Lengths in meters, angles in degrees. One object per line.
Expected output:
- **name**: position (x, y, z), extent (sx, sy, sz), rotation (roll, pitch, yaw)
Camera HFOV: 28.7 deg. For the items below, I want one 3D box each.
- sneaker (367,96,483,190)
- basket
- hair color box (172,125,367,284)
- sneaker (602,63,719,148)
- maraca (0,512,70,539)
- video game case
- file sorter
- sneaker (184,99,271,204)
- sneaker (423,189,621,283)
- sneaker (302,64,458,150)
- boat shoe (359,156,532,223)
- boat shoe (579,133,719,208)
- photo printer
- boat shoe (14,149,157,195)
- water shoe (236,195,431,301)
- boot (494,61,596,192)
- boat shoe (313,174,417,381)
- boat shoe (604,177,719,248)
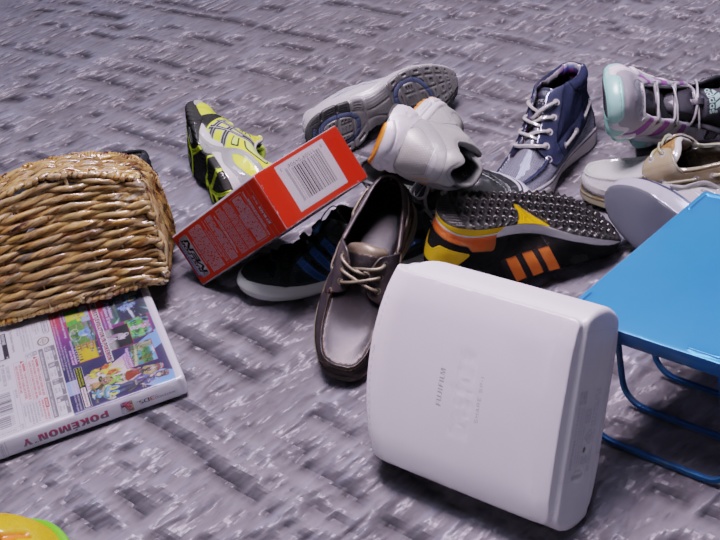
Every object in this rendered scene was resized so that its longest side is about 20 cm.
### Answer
- **sneaker**: position (0.075, -0.106, 1.300), extent (0.091, 0.076, 0.200), rotation (29, 18, 10)
- **basket**: position (-0.297, -0.050, 1.423), extent (0.198, 0.144, 0.149), rotation (-15, 20, 0)
- **hair color box**: position (-0.091, -0.060, 1.371), extent (0.111, 0.064, 0.200), rotation (-35, 5, -32)
- **sneaker**: position (0.322, -0.169, 1.401), extent (0.139, 0.079, 0.200), rotation (-4, 0, 23)
- **maraca**: position (-0.232, 0.226, 0.837), extent (0.136, 0.107, 0.201), rotation (-22, 34, 14)
- **video game case**: position (-0.269, 0.089, 1.325), extent (0.181, 0.023, 0.200), rotation (-19, 30, -10)
- **file sorter**: position (0.276, 0.049, 1.090), extent (0.138, 0.124, 0.200), rotation (19, 43, 41)
- **sneaker**: position (-0.151, -0.133, 1.610), extent (0.076, 0.076, 0.200), rotation (-14, 40, -17)
- **sneaker**: position (0.145, -0.020, 1.308), extent (0.198, 0.091, 0.070), rotation (3, 36, -27)
- **sneaker**: position (0.019, -0.200, 1.651), extent (0.198, 0.075, 0.087), rotation (-19, 26, -11)
- **boat shoe**: position (0.081, -0.085, 1.412), extent (0.198, 0.068, 0.074), rotation (18, 74, 42)
- **boat shoe**: position (0.310, -0.099, 1.374), extent (0.198, 0.069, 0.075), rotation (3, 34, 25)
- **photo printer**: position (0.089, 0.085, 1.061), extent (0.199, 0.168, 0.069), rotation (17, 14, 39)
- **boat shoe**: position (-0.328, -0.105, 1.627), extent (0.198, 0.061, 0.076), rotation (-7, 31, 10)
- **water shoe**: position (-0.028, -0.028, 1.371), extent (0.198, 0.080, 0.072), rotation (-11, 30, 2)
- **boot**: position (0.182, -0.140, 1.466), extent (0.072, 0.091, 0.200), rotation (9, 37, 32)
- **boat shoe**: position (0.000, 0.000, 1.260), extent (0.074, 0.074, 0.202), rotation (8, 61, 11)
- **boat shoe**: position (0.322, -0.047, 1.278), extent (0.086, 0.075, 0.201), rotation (-33, 40, -33)
